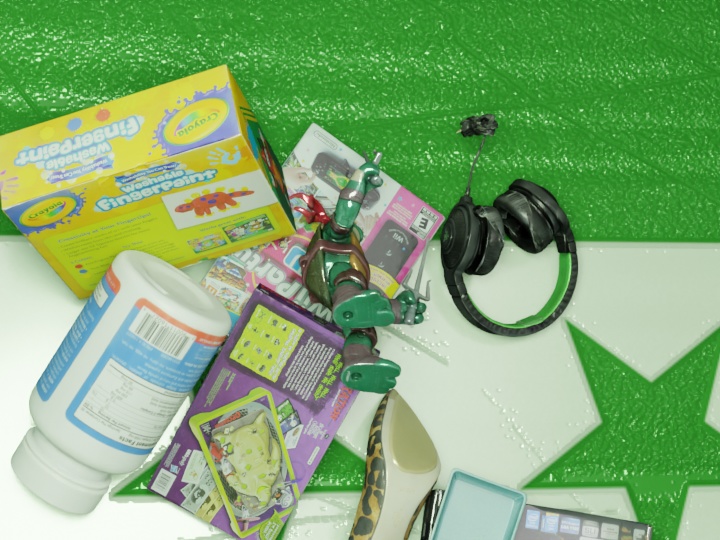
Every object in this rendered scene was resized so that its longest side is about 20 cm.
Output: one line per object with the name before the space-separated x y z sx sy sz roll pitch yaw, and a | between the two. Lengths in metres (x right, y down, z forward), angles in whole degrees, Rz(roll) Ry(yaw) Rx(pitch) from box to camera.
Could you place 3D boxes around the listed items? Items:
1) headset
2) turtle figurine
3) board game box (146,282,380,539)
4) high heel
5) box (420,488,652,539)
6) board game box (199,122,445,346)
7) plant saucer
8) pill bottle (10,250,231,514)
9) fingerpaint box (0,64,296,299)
headset | 0.128 -0.040 1.498 0.123 0.094 0.201 -21 96 -18
turtle figurine | 0.000 0.000 1.391 0.100 0.201 0.150 -20 125 13
board game box | -0.082 0.126 1.421 0.119 0.032 0.201 30 102 2
high heel | 0.006 0.210 1.459 0.071 0.143 0.201 23 40 -31
box | 0.145 0.285 1.466 0.198 0.049 0.163 11 77 -6
board game box | -0.041 -0.002 1.479 0.147 0.064 0.201 35 77 -3
plant saucer | 0.078 0.273 1.425 0.069 0.019 0.201 20 77 -3
pill bottle | -0.201 0.094 1.382 0.112 0.112 0.201 34 101 -2
fingerpaint box | -0.172 -0.069 1.381 0.198 0.167 0.074 -17 61 7
